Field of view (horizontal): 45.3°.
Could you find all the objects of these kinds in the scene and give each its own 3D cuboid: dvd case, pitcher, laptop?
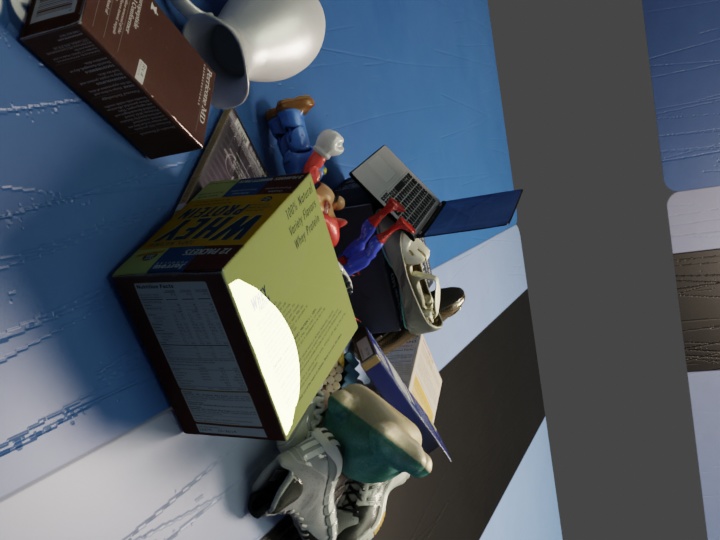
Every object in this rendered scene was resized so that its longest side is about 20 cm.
[{"bbox_3d":[-0.156,-0.078,1.042,0.201,0.016,0.149,-76,151,-42],"label":"dvd case"},{"bbox_3d":[-0.138,-0.305,1.045,0.173,0.120,0.200,61,39,-13],"label":"pitcher"},{"bbox_3d":[0.113,-0.125,1.229,0.200,0.116,0.187,45,25,-2],"label":"laptop"}]

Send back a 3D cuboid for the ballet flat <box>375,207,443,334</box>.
[{"bbox_3d":[0.076,-0.003,1.224,0.067,0.063,0.202,-47,127,-55],"label":"ballet flat"}]

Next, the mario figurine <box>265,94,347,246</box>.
[{"bbox_3d":[-0.061,-0.128,1.161,0.123,0.105,0.202,-7,83,-84],"label":"mario figurine"}]

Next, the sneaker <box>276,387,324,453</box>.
[{"bbox_3d":[-0.086,0.133,1.102,0.081,0.075,0.202,23,66,-35],"label":"sneaker"}]

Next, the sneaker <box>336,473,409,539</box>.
[{"bbox_3d":[0.002,0.285,1.165,0.200,0.075,0.088,-53,128,-36],"label":"sneaker"}]

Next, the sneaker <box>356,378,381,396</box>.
[{"bbox_3d":[0.016,0.238,1.290,0.200,0.074,0.116,50,42,-48],"label":"sneaker"}]

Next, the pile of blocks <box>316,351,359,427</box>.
[{"bbox_3d":[-0.040,0.172,1.182,0.081,0.062,0.202,11,71,-23],"label":"pile of blocks"}]

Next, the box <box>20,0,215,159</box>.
[{"bbox_3d":[-0.226,-0.206,0.839,0.200,0.074,0.101,49,40,-56],"label":"box"}]

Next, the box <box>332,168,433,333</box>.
[{"bbox_3d":[0.018,-0.030,1.322,0.200,0.116,0.199,-46,126,-60],"label":"box"}]

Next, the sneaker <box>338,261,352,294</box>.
[{"bbox_3d":[-0.074,-0.035,1.079,0.200,0.077,0.087,43,36,-39],"label":"sneaker"}]

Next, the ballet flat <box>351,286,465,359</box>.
[{"bbox_3d":[0.079,0.088,1.355,0.047,0.199,0.067,62,-4,-25],"label":"ballet flat"}]

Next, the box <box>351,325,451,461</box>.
[{"bbox_3d":[0.056,0.181,1.225,0.201,0.032,0.121,55,3,-16],"label":"box"}]

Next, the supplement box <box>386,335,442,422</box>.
[{"bbox_3d":[0.071,0.219,1.433,0.201,0.073,0.127,-71,146,-46],"label":"supplement box"}]

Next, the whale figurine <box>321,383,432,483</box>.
[{"bbox_3d":[0.015,0.213,1.052,0.159,0.104,0.200,39,-6,-10],"label":"whale figurine"}]

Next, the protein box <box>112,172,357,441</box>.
[{"bbox_3d":[-0.121,0.035,0.914,0.199,0.134,0.202,-55,136,-50],"label":"protein box"}]

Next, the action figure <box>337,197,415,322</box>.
[{"bbox_3d":[0.000,0.000,1.175,0.099,0.199,0.066,35,24,-43],"label":"action figure"}]

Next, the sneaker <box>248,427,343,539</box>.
[{"bbox_3d":[-0.088,0.288,1.057,0.115,0.075,0.202,-17,126,-34],"label":"sneaker"}]
